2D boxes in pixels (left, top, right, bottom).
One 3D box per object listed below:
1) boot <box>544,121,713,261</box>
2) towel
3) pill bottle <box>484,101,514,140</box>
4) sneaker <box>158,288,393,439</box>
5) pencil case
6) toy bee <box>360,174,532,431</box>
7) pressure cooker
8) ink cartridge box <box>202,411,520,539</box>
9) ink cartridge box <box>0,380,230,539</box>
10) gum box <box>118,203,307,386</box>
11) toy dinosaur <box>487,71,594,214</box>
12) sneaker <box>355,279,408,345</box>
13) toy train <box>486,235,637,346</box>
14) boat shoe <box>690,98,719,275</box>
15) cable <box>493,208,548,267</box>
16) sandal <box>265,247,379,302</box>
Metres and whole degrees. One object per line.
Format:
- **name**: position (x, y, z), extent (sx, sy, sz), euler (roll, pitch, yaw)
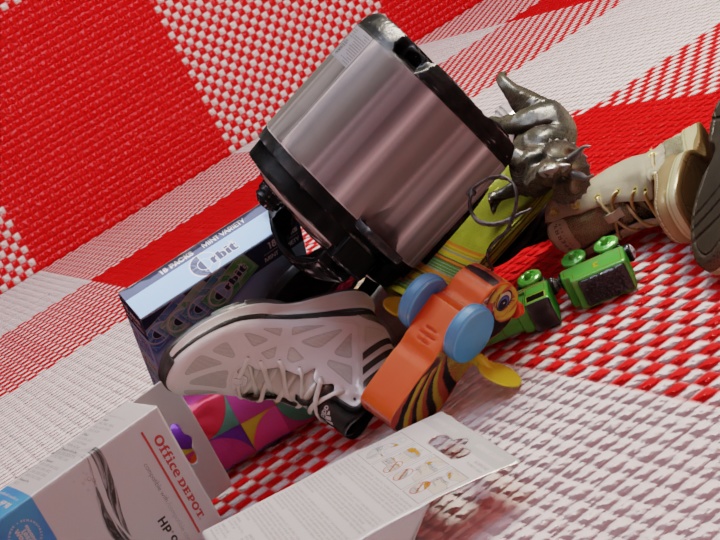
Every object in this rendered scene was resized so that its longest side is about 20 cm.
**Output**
- **boot**: position (0.231, -0.051, 1.220), extent (0.153, 0.073, 0.200), euler (-24, 13, 24)
- **towel**: position (0.108, -0.041, 1.280), extent (0.200, 0.018, 0.086), euler (-47, 36, -15)
- **pill bottle**: position (0.107, -0.109, 1.594), extent (0.198, 0.110, 0.109), euler (-30, 13, -1)
- **sneaker**: position (-0.056, 0.085, 1.142), extent (0.198, 0.076, 0.116), euler (-13, 50, -24)
- **pencil case**: position (-0.115, 0.124, 1.244), extent (0.199, 0.089, 0.088), euler (-32, 14, -7)
- **toy bee**: position (0.088, 0.042, 1.110), extent (0.200, 0.132, 0.108), euler (-41, -31, 16)
- **pressure cooker**: position (0.004, -0.086, 1.166), extent (0.200, 0.179, 0.176), euler (-47, -10, 4)
- **ink cartridge box**: position (0.000, 0.171, 0.954), extent (0.198, 0.051, 0.162), euler (-23, 12, -13)
- **ink cartridge box**: position (-0.190, 0.183, 1.111), extent (0.199, 0.117, 0.066), euler (-36, 15, -26)
- **gum box**: position (-0.117, 0.053, 1.297), extent (0.169, 0.201, 0.045), euler (-33, 50, -19)
- **toy dinosaur**: position (0.155, -0.110, 1.260), extent (0.101, 0.078, 0.201), euler (-13, 33, 12)
- **sneaker**: position (0.000, 0.034, 1.374), extent (0.092, 0.076, 0.200), euler (-36, 14, -13)
- **toy train**: position (0.138, 0.030, 1.180), extent (0.198, 0.042, 0.057), euler (-25, 24, 16)
- **boat shoe**: position (0.313, -0.067, 1.109), extent (0.072, 0.076, 0.202), euler (-42, 21, 51)
- **cable**: position (0.133, -0.025, 1.372), extent (0.161, 0.051, 0.200), euler (-19, 8, 14)
- **sandal**: position (0.000, 0.000, 1.274), extent (0.198, 0.045, 0.075), euler (-28, -24, -15)
